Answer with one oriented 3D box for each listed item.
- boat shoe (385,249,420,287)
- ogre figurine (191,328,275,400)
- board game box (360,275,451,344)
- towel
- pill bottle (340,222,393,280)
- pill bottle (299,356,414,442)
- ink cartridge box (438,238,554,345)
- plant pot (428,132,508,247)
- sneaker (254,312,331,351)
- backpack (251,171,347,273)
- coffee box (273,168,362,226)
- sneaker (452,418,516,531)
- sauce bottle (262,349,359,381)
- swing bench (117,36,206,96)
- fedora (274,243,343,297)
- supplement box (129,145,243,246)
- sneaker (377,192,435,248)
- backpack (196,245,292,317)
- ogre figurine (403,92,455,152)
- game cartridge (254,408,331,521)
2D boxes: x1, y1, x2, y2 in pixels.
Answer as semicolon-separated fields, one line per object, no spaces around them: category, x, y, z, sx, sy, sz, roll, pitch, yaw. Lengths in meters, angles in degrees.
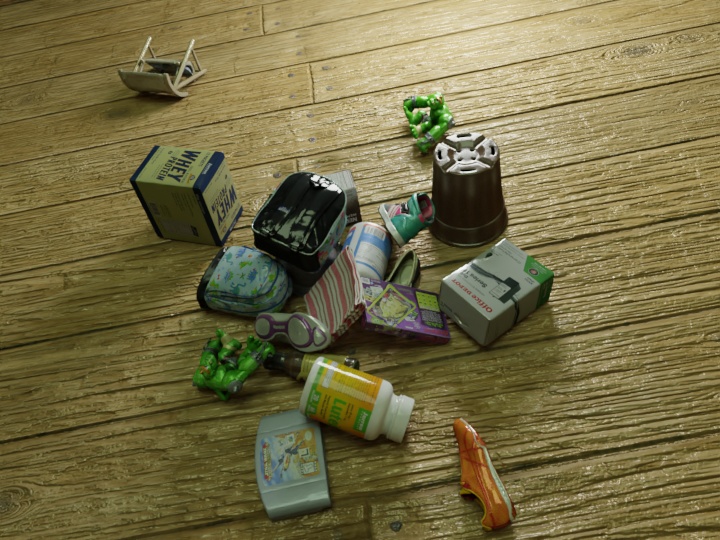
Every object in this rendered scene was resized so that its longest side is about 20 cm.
boat shoe;0.079;0.043;1.390;0.070;0.063;0.201;17;55;22
ogre figurine;-0.269;0.192;1.299;0.197;0.099;0.121;13;54;25
board game box;0.087;0.082;1.305;0.197;0.032;0.121;14;40;-25
towel;-0.060;0.064;1.315;0.030;0.200;0.148;10;49;-34
pill bottle;0.000;0.000;1.411;0.110;0.113;0.202;6;50;16
pill bottle;-0.005;0.245;1.180;0.197;0.112;0.112;19;53;7
ink cartridge box;0.280;0.042;1.323;0.198;0.084;0.146;-31;52;-25
plant pot;0.247;-0.196;1.479;0.196;0.200;0.202;-5;47;5
sneaker;-0.127;0.119;1.326;0.198;0.076;0.099;9;4;38
backpack;-0.121;-0.107;1.379;0.175;0.151;0.202;23;67;13
coffee box;-0.104;-0.160;1.573;0.197;0.115;0.080;-14;47;-4
sneaker;0.195;0.344;1.096;0.076;0.073;0.201;-24;45;3
sauce bottle;-0.101;0.194;1.290;0.197;0.065;0.065;7;50;19
swing bench;-0.658;-0.664;2.123;0.196;0.131;0.202;12;57;20
fedora;-0.120;-0.041;1.484;0.175;0.091;0.201;-26;49;-12
supplement box;-0.430;-0.187;1.599;0.196;0.202;0.136;8;51;16
sneaker;0.111;-0.136;1.486;0.120;0.084;0.201;-34;26;7
backpack;-0.251;0.027;1.427;0.197;0.155;0.165;22;61;12
ogre figurine;0.190;-0.425;1.760;0.118;0.099;0.201;-25;31;12
game cartridge;-0.129;0.351;1.175;0.131;0.042;0.202;-10;48;-4
